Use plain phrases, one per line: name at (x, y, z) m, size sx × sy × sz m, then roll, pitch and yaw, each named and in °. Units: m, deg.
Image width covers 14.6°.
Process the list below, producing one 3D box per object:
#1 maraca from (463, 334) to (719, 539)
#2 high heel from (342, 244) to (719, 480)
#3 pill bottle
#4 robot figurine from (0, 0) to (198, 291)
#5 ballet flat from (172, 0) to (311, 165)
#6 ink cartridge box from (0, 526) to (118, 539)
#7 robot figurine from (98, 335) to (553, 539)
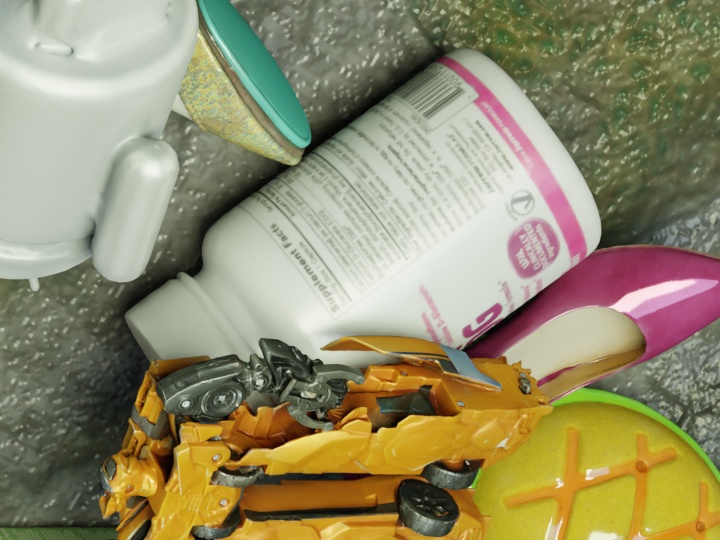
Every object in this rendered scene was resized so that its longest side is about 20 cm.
maraca at (0.103, 0.117, 1.372) m, size 0.200 × 0.107 × 0.137 m, roll 45°, pitch 76°, yaw -5°
high heel at (0.084, 0.052, 1.299) m, size 0.199 × 0.096 × 0.068 m, roll -13°, pitch 133°, yaw 8°
pill bottle at (0.000, 0.000, 1.275) m, size 0.200 × 0.113 × 0.114 m, roll -36°, pitch 119°, yaw -7°
robot figurine at (-0.135, -0.074, 1.160) m, size 0.113 × 0.170 × 0.200 m, roll -21°, pitch 154°, yaw -35°
ballet flat at (-0.094, -0.119, 1.224) m, size 0.071 × 0.071 × 0.200 m, roll -37°, pitch 119°, yaw -7°
ink cartridge box at (-0.187, 0.190, 1.301) m, size 0.199 × 0.048 × 0.146 m, roll 3°, pitch 107°, yaw -27°
robot figurine at (-0.024, 0.083, 1.205) m, size 0.199 × 0.058 × 0.146 m, roll 3°, pitch 125°, yaw -30°
